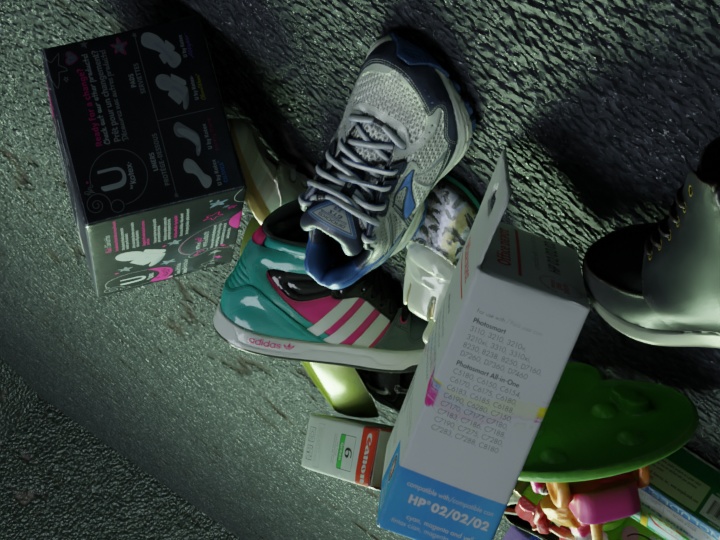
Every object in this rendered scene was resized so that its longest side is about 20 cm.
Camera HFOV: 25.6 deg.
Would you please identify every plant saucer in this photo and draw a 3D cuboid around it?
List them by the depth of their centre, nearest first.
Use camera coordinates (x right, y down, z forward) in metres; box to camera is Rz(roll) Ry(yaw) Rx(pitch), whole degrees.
[{"bbox_3d":[-0.050,0.048,1.348,0.201,0.031,0.200,57,175,8],"label":"plant saucer"}]

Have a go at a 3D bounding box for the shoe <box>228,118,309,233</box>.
[{"bbox_3d":[-0.047,-0.045,1.195,0.201,0.053,0.070,59,-177,-39],"label":"shoe"}]

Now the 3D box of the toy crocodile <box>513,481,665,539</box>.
[{"bbox_3d":[0.141,0.168,1.159,0.199,0.062,0.068,34,164,17],"label":"toy crocodile"}]

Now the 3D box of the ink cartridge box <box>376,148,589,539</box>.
[{"bbox_3d":[0.075,0.045,0.891,0.067,0.202,0.115,19,-163,-2],"label":"ink cartridge box"}]

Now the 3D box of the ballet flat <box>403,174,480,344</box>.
[{"bbox_3d":[0.063,0.015,1.063,0.072,0.072,0.201,30,161,28],"label":"ballet flat"}]

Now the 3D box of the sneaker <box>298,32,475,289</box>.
[{"bbox_3d":[0.008,-0.052,0.931,0.077,0.085,0.201,34,148,14],"label":"sneaker"}]

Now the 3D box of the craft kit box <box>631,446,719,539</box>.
[{"bbox_3d":[0.199,0.161,1.202,0.199,0.049,0.198,34,161,20],"label":"craft kit box"}]

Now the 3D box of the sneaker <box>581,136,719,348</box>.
[{"bbox_3d":[0.166,-0.022,0.759,0.199,0.075,0.107,13,137,58],"label":"sneaker"}]

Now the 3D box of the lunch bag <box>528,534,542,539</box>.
[{"bbox_3d":[0.183,0.302,1.327,0.150,0.201,0.094,34,163,18],"label":"lunch bag"}]

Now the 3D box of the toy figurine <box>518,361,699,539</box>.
[{"bbox_3d":[0.150,0.178,1.055,0.200,0.148,0.186,-129,28,-72],"label":"toy figurine"}]

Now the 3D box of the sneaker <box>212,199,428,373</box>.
[{"bbox_3d":[0.000,0.000,1.145,0.198,0.122,0.084,5,-151,-24],"label":"sneaker"}]

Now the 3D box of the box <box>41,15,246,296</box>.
[{"bbox_3d":[-0.157,-0.077,1.136,0.200,0.113,0.134,119,135,-73],"label":"box"}]

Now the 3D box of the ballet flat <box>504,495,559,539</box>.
[{"bbox_3d":[0.166,0.217,1.266,0.199,0.046,0.068,33,162,23],"label":"ballet flat"}]

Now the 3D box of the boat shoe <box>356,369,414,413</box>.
[{"bbox_3d":[0.036,0.081,1.297,0.064,0.071,0.200,44,166,-20],"label":"boat shoe"}]

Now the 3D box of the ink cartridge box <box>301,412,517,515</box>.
[{"bbox_3d":[0.042,0.155,1.281,0.108,0.051,0.199,12,175,-26],"label":"ink cartridge box"}]

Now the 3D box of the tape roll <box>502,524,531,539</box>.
[{"bbox_3d":[0.208,0.320,1.481,0.199,0.066,0.200,34,178,2],"label":"tape roll"}]
